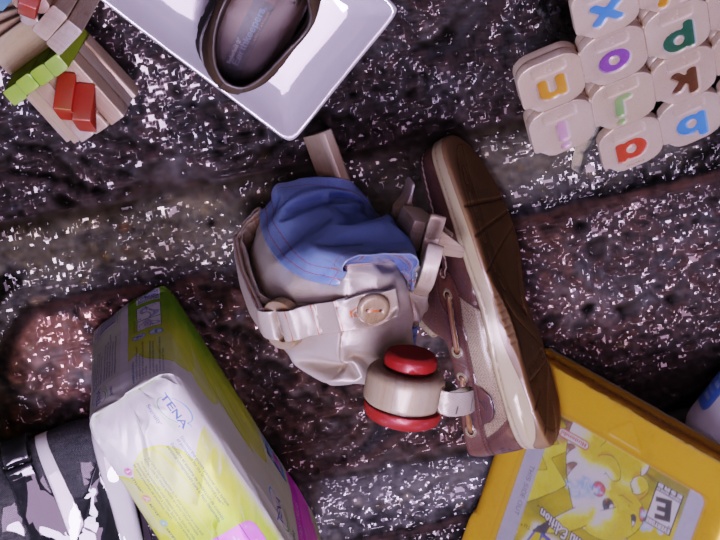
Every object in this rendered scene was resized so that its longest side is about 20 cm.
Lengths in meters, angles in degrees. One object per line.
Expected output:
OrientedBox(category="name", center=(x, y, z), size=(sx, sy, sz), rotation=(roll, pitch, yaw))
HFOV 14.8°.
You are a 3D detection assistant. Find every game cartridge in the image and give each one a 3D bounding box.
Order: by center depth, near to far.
OrientedBox(category="game cartridge", center=(0.147, 0.176, 1.732), size=(0.176, 0.032, 0.201), rotation=(29, 110, 31))

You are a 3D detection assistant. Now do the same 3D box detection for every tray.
OrientedBox(category="tray", center=(-0.086, -0.177, 1.648), size=(0.200, 0.022, 0.107), rotation=(37, 104, -16))

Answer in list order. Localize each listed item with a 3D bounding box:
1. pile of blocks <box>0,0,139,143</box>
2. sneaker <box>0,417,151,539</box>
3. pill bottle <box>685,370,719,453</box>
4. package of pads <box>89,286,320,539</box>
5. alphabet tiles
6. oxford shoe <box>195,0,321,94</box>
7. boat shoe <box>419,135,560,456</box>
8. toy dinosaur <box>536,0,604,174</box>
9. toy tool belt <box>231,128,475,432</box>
OrientedBox(category="pile of blocks", center=(-0.196, -0.154, 1.609), size=(0.082, 0.062, 0.201), rotation=(-8, 119, 16))
OrientedBox(category="sneaker", center=(-0.185, 0.193, 1.752), size=(0.111, 0.073, 0.201), rotation=(-11, 102, 3))
OrientedBox(category="pill bottle", center=(0.274, 0.090, 1.728), size=(0.112, 0.112, 0.200), rotation=(34, 104, -15))
OrientedBox(category="package of pads", center=(-0.093, 0.126, 1.685), size=(0.068, 0.155, 0.201), rotation=(-30, 109, 6))
OrientedBox(category="alphabet tiles", center=(0.187, -0.133, 1.631), size=(0.199, 0.015, 0.196), rotation=(-23, 148, -1))
OrientedBox(category="oxford shoe", center=(-0.033, -0.190, 1.593), size=(0.072, 0.084, 0.201), rotation=(19, 105, -10))
OrientedBox(category="boat shoe", center=(0.063, 0.019, 1.702), size=(0.072, 0.072, 0.201), rotation=(-14, 100, 23))
OrientedBox(category="toy dinosaur", center=(0.162, -0.154, 1.667), size=(0.088, 0.048, 0.200), rotation=(31, 108, -21))
OrientedBox(category="toy tool belt", center=(0.000, 0.000, 1.629), size=(0.124, 0.200, 0.124), rotation=(0, 111, -25))
